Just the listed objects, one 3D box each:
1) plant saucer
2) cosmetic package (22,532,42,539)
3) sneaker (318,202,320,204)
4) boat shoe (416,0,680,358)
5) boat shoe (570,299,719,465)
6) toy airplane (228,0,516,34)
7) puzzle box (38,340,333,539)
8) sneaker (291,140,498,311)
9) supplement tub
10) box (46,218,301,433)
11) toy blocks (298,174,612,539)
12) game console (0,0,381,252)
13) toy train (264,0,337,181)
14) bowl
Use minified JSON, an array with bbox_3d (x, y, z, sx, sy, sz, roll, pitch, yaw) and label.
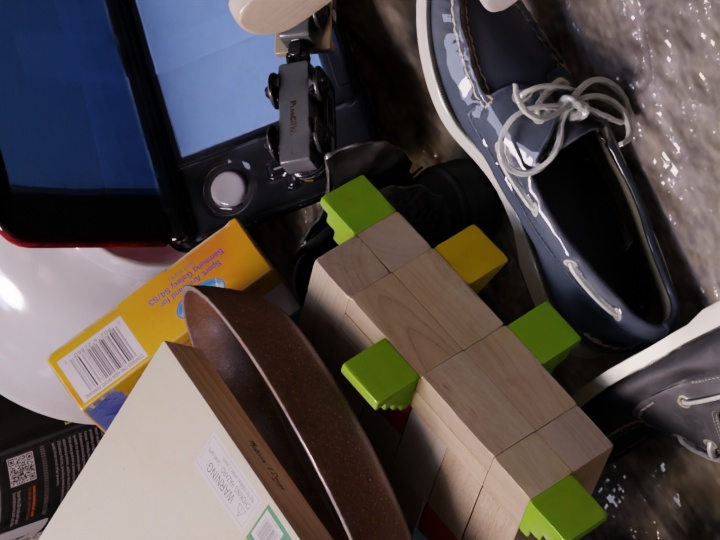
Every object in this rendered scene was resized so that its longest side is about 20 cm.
[{"bbox_3d":[-0.023,0.090,1.335,0.200,0.034,0.200,57,166,23],"label":"plant saucer"},{"bbox_3d":[-0.189,0.195,1.780,0.200,0.103,0.087,64,146,13],"label":"cosmetic package"},{"bbox_3d":[-0.081,-0.111,1.505,0.200,0.087,0.074,52,140,25],"label":"sneaker"},{"bbox_3d":[0.088,-0.055,1.315,0.062,0.075,0.200,-20,91,56],"label":"boat shoe"},{"bbox_3d":[0.155,0.058,1.279,0.200,0.072,0.068,-34,74,52],"label":"boat shoe"},{"bbox_3d":[0.046,-0.192,1.207,0.141,0.200,0.199,53,146,15],"label":"toy airplane"},{"bbox_3d":[-0.073,0.144,1.316,0.133,0.025,0.200,-56,45,20],"label":"puzzle box"},{"bbox_3d":[0.002,0.002,1.431,0.060,0.104,0.200,54,141,22],"label":"sneaker"},{"bbox_3d":[-0.180,0.083,1.629,0.123,0.200,0.123,28,127,45],"label":"supplement tub"},{"bbox_3d":[-0.075,0.055,1.489,0.041,0.119,0.200,53,179,26],"label":"box"},{"bbox_3d":[0.035,0.073,1.323,0.200,0.100,0.137,48,151,21],"label":"toy blocks"},{"bbox_3d":[-0.105,-0.120,1.416,0.172,0.119,0.200,-21,74,13],"label":"game console"},{"bbox_3d":[-0.026,-0.135,1.401,0.034,0.046,0.200,-8,66,16],"label":"toy train"},{"bbox_3d":[-0.136,-0.025,1.520,0.090,0.201,0.201,-41,72,52],"label":"bowl"}]
